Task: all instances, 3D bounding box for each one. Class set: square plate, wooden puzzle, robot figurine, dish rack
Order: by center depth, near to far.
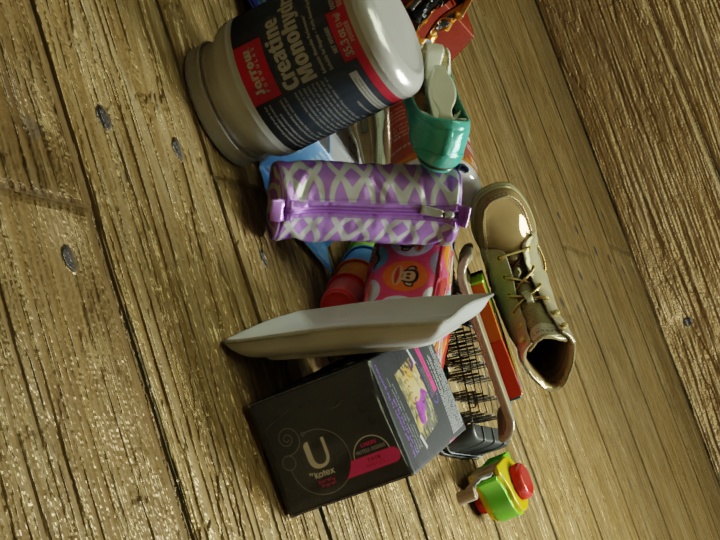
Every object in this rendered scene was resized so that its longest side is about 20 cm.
[{"bbox_3d":[0.005,0.050,1.381,0.198,0.198,0.029,-18,102,-72],"label":"square plate"},{"bbox_3d":[0.143,0.073,1.710,0.185,0.037,0.202,-53,128,-83],"label":"wooden puzzle"},{"bbox_3d":[0.054,-0.257,1.733,0.058,0.200,0.145,41,-8,-5],"label":"robot figurine"},{"bbox_3d":[0.121,0.113,1.813,0.153,0.054,0.202,23,56,-67],"label":"dish rack"}]

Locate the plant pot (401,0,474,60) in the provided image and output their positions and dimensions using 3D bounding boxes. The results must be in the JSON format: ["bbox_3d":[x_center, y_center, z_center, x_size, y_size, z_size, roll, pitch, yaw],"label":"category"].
[{"bbox_3d":[0.024,-0.327,1.913,0.200,0.175,0.202,33,38,-60],"label":"plant pot"}]

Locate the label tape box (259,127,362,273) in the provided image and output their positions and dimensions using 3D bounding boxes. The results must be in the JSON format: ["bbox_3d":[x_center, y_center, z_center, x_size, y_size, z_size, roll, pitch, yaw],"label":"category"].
[{"bbox_3d":[-0.048,-0.120,1.636,0.143,0.066,0.201,50,23,-42],"label":"label tape box"}]

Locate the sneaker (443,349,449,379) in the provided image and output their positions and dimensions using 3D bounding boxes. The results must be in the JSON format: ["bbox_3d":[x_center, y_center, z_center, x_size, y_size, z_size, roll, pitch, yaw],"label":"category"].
[{"bbox_3d":[0.069,0.054,1.725,0.071,0.080,0.202,24,43,-52],"label":"sneaker"}]

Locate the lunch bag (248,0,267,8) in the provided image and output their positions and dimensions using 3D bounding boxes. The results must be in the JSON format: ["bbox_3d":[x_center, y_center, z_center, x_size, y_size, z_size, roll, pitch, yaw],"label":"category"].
[{"bbox_3d":[-0.067,-0.296,1.747,0.150,0.093,0.202,35,37,-62],"label":"lunch bag"}]

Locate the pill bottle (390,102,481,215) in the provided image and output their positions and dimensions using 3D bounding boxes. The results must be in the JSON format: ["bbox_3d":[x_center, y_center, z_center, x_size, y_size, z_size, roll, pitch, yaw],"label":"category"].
[{"bbox_3d":[0.069,-0.144,1.776,0.112,0.111,0.201,51,21,-41],"label":"pill bottle"}]

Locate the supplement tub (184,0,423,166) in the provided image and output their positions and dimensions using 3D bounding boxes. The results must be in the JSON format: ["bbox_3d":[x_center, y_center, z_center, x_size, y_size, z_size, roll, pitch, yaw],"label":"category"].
[{"bbox_3d":[-0.052,-0.195,1.491,0.141,0.199,0.141,54,21,-33],"label":"supplement tub"}]

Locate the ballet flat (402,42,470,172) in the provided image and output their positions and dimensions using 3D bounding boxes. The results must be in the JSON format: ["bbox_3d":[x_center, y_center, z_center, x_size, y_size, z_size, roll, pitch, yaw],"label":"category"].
[{"bbox_3d":[0.072,-0.181,1.540,0.067,0.071,0.201,7,40,-18],"label":"ballet flat"}]

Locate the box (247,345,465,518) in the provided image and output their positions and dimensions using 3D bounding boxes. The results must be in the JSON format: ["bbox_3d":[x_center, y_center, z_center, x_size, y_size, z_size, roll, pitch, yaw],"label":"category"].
[{"bbox_3d":[0.002,0.130,1.381,0.107,0.121,0.200,68,18,1],"label":"box"}]

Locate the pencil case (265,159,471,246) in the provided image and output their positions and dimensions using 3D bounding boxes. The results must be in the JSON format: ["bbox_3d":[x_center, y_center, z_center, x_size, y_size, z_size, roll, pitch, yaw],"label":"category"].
[{"bbox_3d":[0.005,-0.062,1.511,0.086,0.198,0.085,-113,-155,-64],"label":"pencil case"}]

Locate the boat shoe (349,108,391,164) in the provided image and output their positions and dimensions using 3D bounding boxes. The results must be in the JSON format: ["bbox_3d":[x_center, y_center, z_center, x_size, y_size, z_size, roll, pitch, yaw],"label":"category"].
[{"bbox_3d":[-0.011,-0.191,1.616,0.072,0.075,0.202,-102,-177,-60],"label":"boat shoe"}]

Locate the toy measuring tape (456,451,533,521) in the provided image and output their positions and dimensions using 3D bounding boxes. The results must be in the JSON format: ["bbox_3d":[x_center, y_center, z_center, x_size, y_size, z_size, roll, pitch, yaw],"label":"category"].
[{"bbox_3d":[0.151,0.254,1.754,0.074,0.073,0.200,67,18,1],"label":"toy measuring tape"}]

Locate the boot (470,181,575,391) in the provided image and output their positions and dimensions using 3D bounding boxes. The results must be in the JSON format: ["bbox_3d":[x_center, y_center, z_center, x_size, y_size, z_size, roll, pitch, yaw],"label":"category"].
[{"bbox_3d":[0.178,0.018,1.705,0.156,0.072,0.201,-108,-177,-53],"label":"boot"}]

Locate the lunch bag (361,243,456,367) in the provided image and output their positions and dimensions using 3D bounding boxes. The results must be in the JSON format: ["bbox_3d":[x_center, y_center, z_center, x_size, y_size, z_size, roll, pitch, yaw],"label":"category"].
[{"bbox_3d":[0.048,0.060,1.592,0.177,0.081,0.201,86,14,-46],"label":"lunch bag"}]

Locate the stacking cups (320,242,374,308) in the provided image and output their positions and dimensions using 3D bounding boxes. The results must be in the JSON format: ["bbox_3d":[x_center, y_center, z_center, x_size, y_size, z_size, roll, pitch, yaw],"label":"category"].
[{"bbox_3d":[0.000,0.000,1.641,0.061,0.060,0.200,64,19,-10],"label":"stacking cups"}]
